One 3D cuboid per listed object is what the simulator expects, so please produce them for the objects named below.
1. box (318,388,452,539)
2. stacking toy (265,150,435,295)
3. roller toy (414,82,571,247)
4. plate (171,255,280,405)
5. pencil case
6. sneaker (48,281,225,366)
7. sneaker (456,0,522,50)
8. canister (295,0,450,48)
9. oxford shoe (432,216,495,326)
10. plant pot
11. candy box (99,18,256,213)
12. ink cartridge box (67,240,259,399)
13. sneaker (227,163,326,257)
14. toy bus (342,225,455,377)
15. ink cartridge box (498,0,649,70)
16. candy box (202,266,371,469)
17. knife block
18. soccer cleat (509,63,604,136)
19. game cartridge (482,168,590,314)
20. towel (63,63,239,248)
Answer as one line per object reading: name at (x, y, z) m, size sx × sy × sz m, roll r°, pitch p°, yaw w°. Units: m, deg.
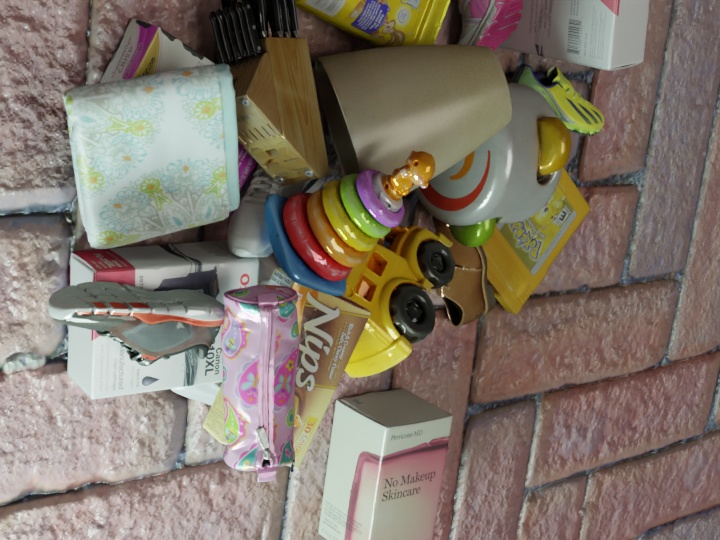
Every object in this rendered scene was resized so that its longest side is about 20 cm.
box at (0.033, 0.277, 1.803) m, size 0.127 × 0.108 × 0.202 m, roll -5°, pitch 110°, yaw -40°
stacking toy at (0.004, -0.069, 1.441) m, size 0.199 × 0.117 × 0.109 m, roll -34°, pitch 151°, yaw 27°
roller toy at (0.163, -0.152, 1.701) m, size 0.139 × 0.183 × 0.201 m, roll -5°, pitch 141°, yaw -42°
plate at (-0.118, 0.089, 1.648) m, size 0.199 × 0.032 × 0.202 m, roll 30°, pitch 85°, yaw -44°
pencil case at (-0.106, 0.117, 1.416) m, size 0.087 × 0.087 × 0.203 m, roll -7°, pitch 104°, yaw -40°
sneaker at (-0.232, 0.064, 1.387) m, size 0.198 × 0.077 × 0.083 m, roll 6°, pitch 108°, yaw -32°
sneaker at (0.161, -0.360, 1.697) m, size 0.081 × 0.088 × 0.201 m, roll -21°, pitch 142°, yaw -49°
canister at (0.009, -0.345, 1.557) m, size 0.199 × 0.086 × 0.150 m, roll 19°, pitch 93°, yaw -43°
oxford shoe at (0.129, -0.003, 1.811) m, size 0.071 × 0.071 × 0.201 m, roll -35°, pitch 128°, yaw -20°
plant pot at (0.069, -0.185, 1.552) m, size 0.198 × 0.188 × 0.189 m, roll -18°, pitch 121°, yaw -5°
candy box at (-0.194, -0.166, 1.459) m, size 0.199 × 0.061 × 0.138 m, roll 28°, pitch 87°, yaw -44°
ink cartridge box at (-0.218, 0.051, 1.486) m, size 0.198 × 0.084 × 0.147 m, roll -5°, pitch 108°, yaw -32°
sneaker at (-0.102, -0.096, 1.526) m, size 0.081 × 0.076 × 0.201 m, roll 87°, pitch 21°, yaw -44°
toy bus at (0.000, 0.000, 1.656) m, size 0.192 × 0.135 × 0.201 m, roll 42°, pitch 51°, yaw -20°
ink cartridge box at (0.268, -0.348, 1.710) m, size 0.084 × 0.199 × 0.147 m, roll -17°, pitch 117°, yaw -42°
candy box at (-0.083, 0.112, 1.509) m, size 0.115 × 0.055 × 0.202 m, roll 24°, pitch 91°, yaw -35°
knife block at (-0.089, -0.218, 1.462) m, size 0.200 × 0.063 × 0.177 m, roll 47°, pitch 51°, yaw -35°
soccer cleat at (0.281, -0.239, 1.859) m, size 0.199 × 0.064 × 0.085 m, roll 7°, pitch 99°, yaw -43°
game cartridge at (0.236, -0.063, 1.909) m, size 0.201 × 0.032 × 0.176 m, roll -55°, pitch 133°, yaw -13°
towel at (-0.211, -0.116, 1.379) m, size 0.169 × 0.048 × 0.201 m, roll -15°, pitch 137°, yaw -17°
